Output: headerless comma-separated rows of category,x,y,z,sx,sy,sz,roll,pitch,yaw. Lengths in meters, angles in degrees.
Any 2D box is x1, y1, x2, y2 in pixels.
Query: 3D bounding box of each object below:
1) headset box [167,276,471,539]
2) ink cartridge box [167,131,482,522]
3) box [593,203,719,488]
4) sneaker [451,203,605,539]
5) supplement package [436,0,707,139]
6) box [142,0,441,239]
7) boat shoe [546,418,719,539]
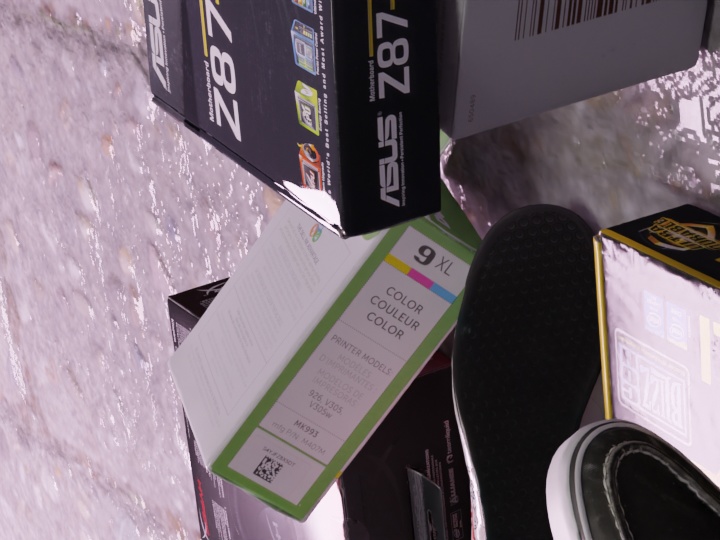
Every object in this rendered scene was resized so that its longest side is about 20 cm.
headset box,-0.015,0.099,1.207,0.200,0.077,0.150,26,129,55
ink cartridge box,0.000,0.000,1.060,0.201,0.059,0.104,-54,26,12
box,0.164,0.079,0.876,0.200,0.049,0.161,31,130,54
sneaker,0.075,0.080,1.024,0.108,0.067,0.203,68,-161,-78
supplement package,0.032,-0.159,0.909,0.200,0.116,0.118,45,144,42
box,-0.030,-0.133,0.859,0.161,0.049,0.202,38,137,53
boat shoe,0.139,0.129,0.831,0.201,0.070,0.064,55,152,16
